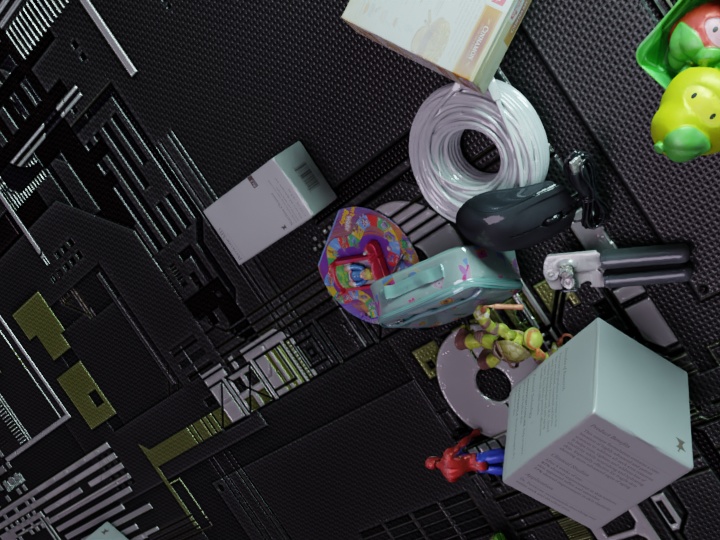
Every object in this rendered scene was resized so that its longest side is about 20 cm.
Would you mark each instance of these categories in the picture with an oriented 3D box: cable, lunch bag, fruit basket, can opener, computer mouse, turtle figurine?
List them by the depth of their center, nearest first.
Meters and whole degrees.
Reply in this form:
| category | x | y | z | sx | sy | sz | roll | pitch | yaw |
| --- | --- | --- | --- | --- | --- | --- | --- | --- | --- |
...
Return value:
| category | x | y | z | sx | sy | sz | roll | pitch | yaw |
| --- | --- | --- | --- | --- | --- | --- | --- | --- | --- |
| fruit basket | 0.399 | -0.204 | 1.139 | 0.216 | 0.215 | 0.156 | 44 | 131 | 6 |
| computer mouse | 0.220 | -0.072 | 1.360 | 0.197 | 0.053 | 0.139 | -15 | 136 | 16 |
| can opener | 0.338 | -0.009 | 1.386 | 0.197 | 0.067 | 0.053 | -4 | 114 | 27 |
| cable | 0.158 | -0.161 | 1.420 | 0.199 | 0.069 | 0.201 | -27 | 98 | 42 |
| lunch bag | 0.117 | 0.027 | 1.482 | 0.199 | 0.159 | 0.078 | -26 | 74 | 37 |
| turtle figurine | 0.219 | 0.110 | 1.499 | 0.198 | 0.065 | 0.161 | 25 | 158 | -25 |

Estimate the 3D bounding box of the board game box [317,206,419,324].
| category | x | y | z | sx | sy | sz | roll | pitch | yaw |
| --- | --- | --- | --- | --- | --- | --- | --- | --- | --- |
| board game box | 0.000 | 0.000 | 1.636 | 0.157 | 0.039 | 0.201 | 35 | 129 | 15 |

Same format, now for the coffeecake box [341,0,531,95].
| category | x | y | z | sx | sy | sz | roll | pitch | yaw |
| --- | --- | --- | --- | --- | --- | --- | --- | --- | --- |
| coffeecake box | 0.100 | -0.339 | 1.318 | 0.198 | 0.073 | 0.155 | 30 | 96 | 19 |

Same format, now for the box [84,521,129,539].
| category | x | y | z | sx | sy | sz | roll | pitch | yaw |
| --- | --- | --- | --- | --- | --- | --- | --- | --- | --- |
| box | -0.574 | 0.721 | 2.328 | 0.198 | 0.200 | 0.173 | 35 | 127 | 16 |

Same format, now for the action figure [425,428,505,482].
| category | x | y | z | sx | sy | sz | roll | pitch | yaw |
| --- | --- | --- | --- | --- | --- | --- | --- | --- | --- |
| action figure | 0.202 | 0.289 | 1.644 | 0.197 | 0.099 | 0.066 | -4 | 111 | 12 |

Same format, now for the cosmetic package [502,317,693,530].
| category | x | y | z | sx | sy | sz | roll | pitch | yaw |
| --- | --- | --- | --- | --- | --- | --- | --- | --- | --- |
| cosmetic package | 0.318 | 0.211 | 1.410 | 0.166 | 0.168 | 0.200 | 30 | 133 | -14 |

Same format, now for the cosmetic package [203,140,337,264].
| category | x | y | z | sx | sy | sz | roll | pitch | yaw |
| --- | --- | --- | --- | --- | --- | --- | --- | --- | --- |
| cosmetic package | -0.146 | -0.105 | 1.657 | 0.199 | 0.081 | 0.113 | -33 | 95 | 41 |

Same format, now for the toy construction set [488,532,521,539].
| category | x | y | z | sx | sy | sz | roll | pitch | yaw |
| --- | --- | --- | --- | --- | --- | --- | --- | --- | --- |
| toy construction set | 0.248 | 0.508 | 1.674 | 0.201 | 0.131 | 0.092 | 50 | 132 | 2 |
